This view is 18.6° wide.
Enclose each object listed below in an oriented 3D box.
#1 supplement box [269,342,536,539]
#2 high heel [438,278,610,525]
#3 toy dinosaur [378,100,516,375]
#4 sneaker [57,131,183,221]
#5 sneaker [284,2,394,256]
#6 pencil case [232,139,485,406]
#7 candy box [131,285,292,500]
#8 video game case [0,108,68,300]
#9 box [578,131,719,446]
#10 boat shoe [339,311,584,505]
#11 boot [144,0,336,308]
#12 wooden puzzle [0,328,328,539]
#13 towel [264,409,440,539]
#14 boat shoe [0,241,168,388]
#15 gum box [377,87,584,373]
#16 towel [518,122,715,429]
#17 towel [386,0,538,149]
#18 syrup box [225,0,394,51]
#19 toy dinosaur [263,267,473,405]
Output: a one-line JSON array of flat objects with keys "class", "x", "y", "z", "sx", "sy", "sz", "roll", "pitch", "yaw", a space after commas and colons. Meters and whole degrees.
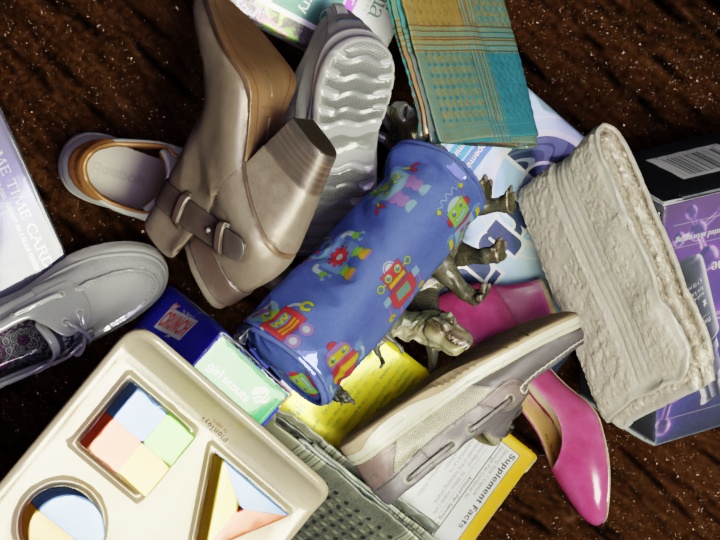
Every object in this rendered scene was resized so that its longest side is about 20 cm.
[{"class": "supplement box", "x": 0.014, "y": 0.116, "z": 1.647, "sx": 0.200, "sy": 0.109, "sz": 0.109, "roll": 38, "pitch": 87, "yaw": -14}, {"class": "high heel", "x": 0.117, "y": 0.099, "z": 1.613, "sx": 0.095, "sy": 0.067, "sz": 0.201, "roll": -10, "pitch": 72, "yaw": -18}, {"class": "toy dinosaur", "x": 0.053, "y": -0.026, "z": 1.609, "sx": 0.102, "sy": 0.077, "sz": 0.201, "roll": 6, "pitch": 99, "yaw": 27}, {"class": "sneaker", "x": -0.121, "y": -0.052, "z": 1.607, "sx": 0.199, "sy": 0.085, "sz": 0.073, "roll": 11, "pitch": 93, "yaw": -16}, {"class": "sneaker", "x": -0.023, "y": -0.098, "z": 1.574, "sx": 0.074, "sy": 0.082, "sz": 0.201, "roll": 8, "pitch": 126, "yaw": -21}, {"class": "pencil case", "x": 0.000, "y": 0.000, "z": 1.505, "sx": 0.200, "sy": 0.087, "sz": 0.078, "roll": -50, "pitch": 133, "yaw": -20}, {"class": "candy box", "x": -0.158, "y": 0.121, "z": 1.575, "sx": 0.077, "sy": 0.169, "sz": 0.200, "roll": 41, "pitch": 87, "yaw": -20}, {"class": "video game case", "x": -0.327, "y": -0.019, "z": 1.595, "sx": 0.199, "sy": 0.019, "sz": 0.143, "roll": -25, "pitch": 102, "yaw": -10}, {"class": "box", "x": 0.253, "y": 0.011, "z": 1.655, "sx": 0.147, "sy": 0.104, "sz": 0.201, "roll": -15, "pitch": 116, "yaw": -26}, {"class": "boat shoe", "x": 0.080, "y": 0.096, "z": 1.560, "sx": 0.199, "sy": 0.072, "sz": 0.065, "roll": -31, "pitch": 96, "yaw": -19}, {"class": "boot", "x": -0.100, "y": -0.080, "z": 1.521, "sx": 0.070, "sy": 0.200, "sz": 0.146, "roll": 12, "pitch": 127, "yaw": -48}, {"class": "wooden puzzle", "x": -0.144, "y": 0.170, "z": 1.474, "sx": 0.185, "sy": 0.046, "sz": 0.200, "roll": 42, "pitch": 87, "yaw": -17}, {"class": "towel", "x": -0.041, "y": 0.191, "z": 1.620, "sx": 0.192, "sy": 0.200, "sz": 0.035, "roll": 41, "pitch": 47, "yaw": -13}, {"class": "boat shoe", "x": -0.228, "y": 0.041, "z": 1.588, "sx": 0.199, "sy": 0.069, "sz": 0.072, "roll": -18, "pitch": 124, "yaw": -14}, {"class": "gum box", "x": 0.115, "y": -0.038, "z": 1.685, "sx": 0.200, "sy": 0.045, "sz": 0.170, "roll": 38, "pitch": 87, "yaw": -14}, {"class": "towel", "x": 0.181, "y": 0.008, "z": 1.587, "sx": 0.034, "sy": 0.132, "sz": 0.201, "roll": -16, "pitch": 78, "yaw": -30}, {"class": "towel", "x": 0.065, "y": -0.184, "z": 1.593, "sx": 0.146, "sy": 0.022, "sz": 0.201, "roll": -2, "pitch": 75, "yaw": -54}, {"class": "syrup box", "x": -0.067, "y": -0.218, "z": 1.599, "sx": 0.199, "sy": 0.081, "sz": 0.079, "roll": 26, "pitch": 92, "yaw": -14}, {"class": "toy dinosaur", "x": -0.024, "y": 0.038, "z": 1.550, "sx": 0.199, "sy": 0.047, "sz": 0.088, "roll": 23, "pitch": 74, "yaw": -2}]
